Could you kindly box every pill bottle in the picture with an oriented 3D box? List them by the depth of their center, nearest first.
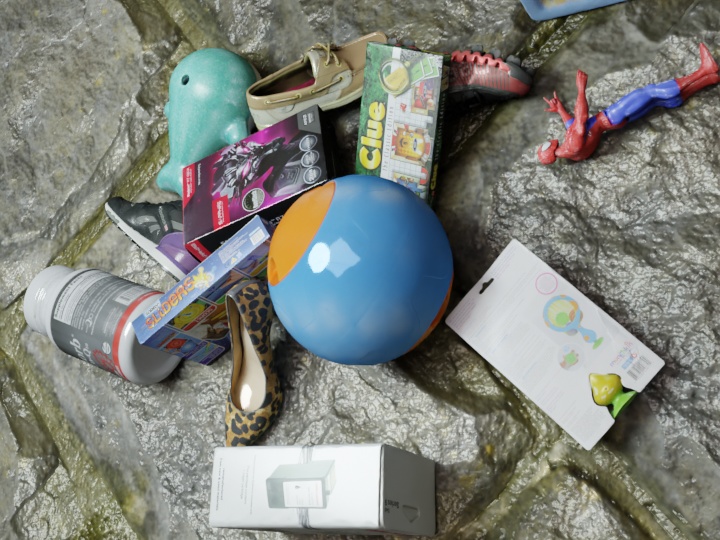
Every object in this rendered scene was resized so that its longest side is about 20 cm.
[{"bbox_3d":[-0.325,0.063,1.250,0.199,0.116,0.117,17,83,31],"label":"pill bottle"}]

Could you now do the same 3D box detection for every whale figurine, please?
[{"bbox_3d":[-0.209,-0.192,1.269,0.158,0.104,0.201,27,90,34],"label":"whale figurine"}]

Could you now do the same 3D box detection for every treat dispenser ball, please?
[{"bbox_3d":[0.000,0.000,1.050,0.199,0.201,0.203,-8,72,25],"label":"treat dispenser ball"}]

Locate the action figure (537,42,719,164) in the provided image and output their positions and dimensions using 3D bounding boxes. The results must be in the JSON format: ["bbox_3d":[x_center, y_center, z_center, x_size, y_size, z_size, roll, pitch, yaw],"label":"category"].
[{"bbox_3d":[0.266,-0.189,1.045,0.199,0.065,0.100,-32,72,15],"label":"action figure"}]

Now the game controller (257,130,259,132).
[{"bbox_3d":[-0.120,-0.123,1.241,0.200,0.042,0.104,-50,60,6],"label":"game controller"}]

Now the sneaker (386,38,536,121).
[{"bbox_3d":[0.102,-0.207,1.133,0.199,0.071,0.099,11,85,28],"label":"sneaker"}]

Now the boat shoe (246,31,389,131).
[{"bbox_3d":[-0.047,-0.237,1.198,0.199,0.067,0.074,-33,47,-3],"label":"boat shoe"}]

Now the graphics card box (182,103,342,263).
[{"bbox_3d":[-0.118,-0.101,1.163,0.198,0.051,0.126,-21,51,17],"label":"graphics card box"}]

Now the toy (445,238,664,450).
[{"bbox_3d":[0.198,0.076,1.014,0.200,0.047,0.115,42,93,27],"label":"toy"}]

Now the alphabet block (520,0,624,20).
[{"bbox_3d":[0.240,-0.416,1.049,0.194,0.196,0.202,-7,72,24],"label":"alphabet block"}]

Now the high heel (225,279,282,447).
[{"bbox_3d":[-0.141,0.111,1.124,0.071,0.142,0.202,17,84,29],"label":"high heel"}]

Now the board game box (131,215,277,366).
[{"bbox_3d":[-0.152,0.029,1.158,0.199,0.135,0.035,-38,61,12],"label":"board game box"}]

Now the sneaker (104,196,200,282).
[{"bbox_3d":[-0.250,-0.056,1.274,0.088,0.076,0.200,-49,53,-6],"label":"sneaker"}]

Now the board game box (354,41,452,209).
[{"bbox_3d":[0.044,-0.151,1.120,0.104,0.023,0.202,18,113,33],"label":"board game box"}]

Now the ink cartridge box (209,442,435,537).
[{"bbox_3d":[-0.035,0.232,1.033,0.198,0.146,0.085,-6,71,25],"label":"ink cartridge box"}]
